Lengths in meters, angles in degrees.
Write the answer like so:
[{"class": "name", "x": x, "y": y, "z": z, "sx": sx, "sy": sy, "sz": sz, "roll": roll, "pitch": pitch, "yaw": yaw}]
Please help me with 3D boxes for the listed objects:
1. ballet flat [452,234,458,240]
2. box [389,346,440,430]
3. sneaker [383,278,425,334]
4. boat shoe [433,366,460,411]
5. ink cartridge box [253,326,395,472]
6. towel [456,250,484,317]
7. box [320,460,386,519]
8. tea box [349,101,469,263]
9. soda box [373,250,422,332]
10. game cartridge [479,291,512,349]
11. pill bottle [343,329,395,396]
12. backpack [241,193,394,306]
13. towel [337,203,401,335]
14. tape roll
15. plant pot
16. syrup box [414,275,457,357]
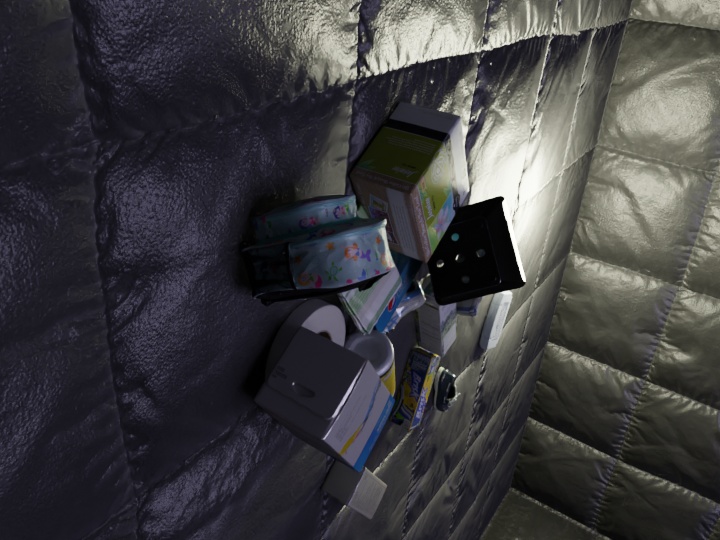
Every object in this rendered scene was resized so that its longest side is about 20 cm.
[{"class": "ballet flat", "x": 0.270, "y": -0.089, "z": 1.634, "sx": 0.199, "sy": 0.069, "sz": 0.069, "roll": -21, "pitch": 97, "yaw": -57}, {"class": "box", "x": 0.143, "y": 0.306, "z": 1.680, "sx": 0.070, "sy": 0.063, "sz": 0.204, "roll": 3, "pitch": 106, "yaw": -61}, {"class": "sneaker", "x": 0.063, "y": 0.085, "z": 1.396, "sx": 0.199, "sy": 0.071, "sz": 0.073, "roll": -37, "pitch": 101, "yaw": -36}, {"class": "boat shoe", "x": 0.262, "y": 0.367, "z": 1.943, "sx": 0.075, "sy": 0.061, "sz": 0.202, "roll": -49, "pitch": 147, "yaw": -37}, {"class": "ink cartridge box", "x": -0.052, "y": 0.219, "z": 1.089, "sx": 0.146, "sy": 0.145, "sz": 0.201, "roll": -59, "pitch": 151, "yaw": -19}, {"class": "towel", "x": 0.278, "y": 0.024, "z": 1.662, "sx": 0.024, "sy": 0.146, "sz": 0.203, "roll": 33, "pitch": 72, "yaw": -29}, {"class": "box", "x": -0.011, "y": 0.510, "z": 1.516, "sx": 0.096, "sy": 0.077, "sz": 0.201, "roll": -59, "pitch": 151, "yaw": -19}, {"class": "tea box", "x": 0.099, "y": -0.163, "z": 1.204, "sx": 0.198, "sy": 0.132, "sz": 0.201, "roll": -56, "pitch": 150, "yaw": -23}, {"class": "soda box", "x": 0.057, "y": 0.027, "z": 1.331, "sx": 0.202, "sy": 0.063, "sz": 0.068, "roll": -59, "pitch": 151, "yaw": -22}, {"class": "game cartridge", "x": 0.462, "y": 0.168, "z": 2.211, "sx": 0.133, "sy": 0.040, "sz": 0.204, "roll": -1, "pitch": 109, "yaw": -65}, {"class": "pill bottle", "x": 0.016, "y": 0.218, "z": 1.325, "sx": 0.112, "sy": 0.111, "sz": 0.202, "roll": -52, "pitch": 154, "yaw": -30}, {"class": "backpack", "x": -0.053, "y": -0.031, "z": 0.945, "sx": 0.176, "sy": 0.197, "sz": 0.154, "roll": -18, "pitch": 104, "yaw": -55}, {"class": "towel", "x": 0.000, "y": 0.000, "z": 1.198, "sx": 0.150, "sy": 0.030, "sz": 0.201, "roll": -54, "pitch": 131, "yaw": -30}, {"class": "tape roll", "x": -0.096, "y": 0.153, "z": 1.164, "sx": 0.202, "sy": 0.037, "sz": 0.206, "roll": -41, "pitch": 141, "yaw": -44}, {"class": "plant pot", "x": 0.220, "y": -0.032, "z": 1.337, "sx": 0.177, "sy": 0.196, "sz": 0.204, "roll": -21, "pitch": 97, "yaw": -73}, {"class": "syrup box", "x": 0.189, "y": 0.116, "z": 1.617, "sx": 0.079, "sy": 0.080, "sz": 0.202, "roll": -47, "pitch": 145, "yaw": -31}]
